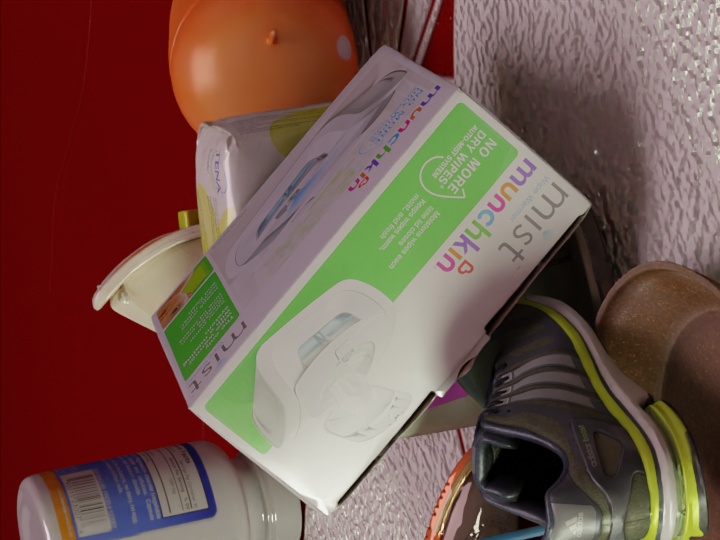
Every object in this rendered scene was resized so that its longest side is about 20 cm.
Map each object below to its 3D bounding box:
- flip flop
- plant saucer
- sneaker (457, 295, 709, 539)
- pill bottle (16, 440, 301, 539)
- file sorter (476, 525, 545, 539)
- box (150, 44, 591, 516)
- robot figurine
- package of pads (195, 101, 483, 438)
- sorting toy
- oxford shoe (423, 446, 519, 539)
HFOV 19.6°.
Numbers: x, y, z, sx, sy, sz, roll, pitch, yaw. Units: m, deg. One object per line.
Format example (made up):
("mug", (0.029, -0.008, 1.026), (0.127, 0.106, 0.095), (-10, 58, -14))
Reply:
("flip flop", (0.078, 0.020, 1.093), (0.200, 0.057, 0.081), (144, 115, -64))
("plant saucer", (0.163, 0.092, 0.939), (0.200, 0.037, 0.201), (171, 90, -70))
("sneaker", (0.082, 0.069, 0.975), (0.200, 0.081, 0.074), (-139, 44, -60))
("pill bottle", (-0.151, 0.191, 1.583), (0.112, 0.200, 0.112), (170, 90, -69))
("file sorter", (0.102, 0.238, 1.044), (0.139, 0.123, 0.200), (113, 143, -54))
("box", (0.000, 0.000, 1.055), (0.097, 0.200, 0.176), (40, -177, -16))
("robot figurine", (-0.060, -0.134, 1.277), (0.117, 0.144, 0.200), (47, -169, -19))
("package of pads", (-0.012, 0.003, 1.192), (0.068, 0.154, 0.200), (-153, 56, -65))
("sorting toy", (-0.062, 0.010, 1.353), (0.107, 0.200, 0.180), (-62, 9, 3))
("oxford shoe", (0.080, 0.191, 1.189), (0.072, 0.071, 0.200), (20, 120, 37))
